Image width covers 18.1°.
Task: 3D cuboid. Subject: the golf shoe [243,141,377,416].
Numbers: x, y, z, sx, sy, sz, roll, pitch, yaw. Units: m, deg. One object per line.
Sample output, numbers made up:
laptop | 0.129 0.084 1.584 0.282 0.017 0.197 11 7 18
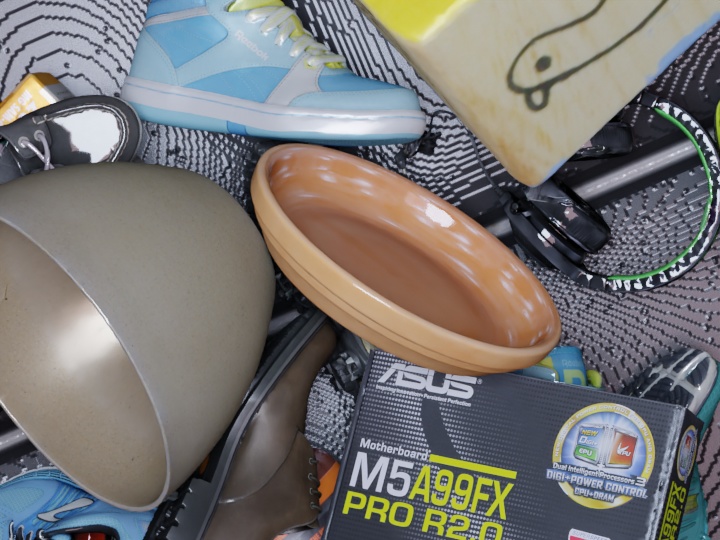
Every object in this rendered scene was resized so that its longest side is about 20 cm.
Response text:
golf shoe | 0.000 0.000 1.400 0.094 0.078 0.200 -30 94 -18

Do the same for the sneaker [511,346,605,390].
sneaker | 0.126 0.121 1.339 0.200 0.079 0.131 33 105 40

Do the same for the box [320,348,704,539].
box | 0.080 0.140 1.284 0.200 0.044 0.161 10 80 27

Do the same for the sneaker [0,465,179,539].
sneaker | -0.182 0.165 1.367 0.200 0.090 0.079 -3 96 38

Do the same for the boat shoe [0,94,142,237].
boat shoe | -0.221 -0.044 1.322 0.200 0.057 0.067 -24 93 4

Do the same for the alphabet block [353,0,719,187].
alphabet block | 0.078 -0.203 1.275 0.195 0.200 0.196 -44 59 3

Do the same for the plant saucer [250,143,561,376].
plant saucer | 0.022 -0.001 1.292 0.200 0.200 0.037 30 111 -2

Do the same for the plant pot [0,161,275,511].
plant pot | -0.127 0.017 1.277 0.134 0.200 0.200 -36 95 -30

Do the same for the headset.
headset | 0.123 -0.058 1.374 0.200 0.094 0.124 16 95 15

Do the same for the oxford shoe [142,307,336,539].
oxford shoe | -0.055 0.114 1.320 0.084 0.073 0.200 31 67 -11

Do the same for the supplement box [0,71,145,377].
supplement box | -0.168 -0.010 1.389 0.200 0.074 0.126 43 94 -4

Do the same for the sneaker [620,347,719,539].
sneaker | 0.184 0.143 1.414 0.080 0.078 0.200 18 100 -21

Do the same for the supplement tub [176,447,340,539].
supplement tub | -0.026 0.184 1.388 0.107 0.107 0.200 -40 92 3

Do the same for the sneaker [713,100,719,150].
sneaker | 0.278 -0.021 1.387 0.083 0.074 0.200 -15 94 5

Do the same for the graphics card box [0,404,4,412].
graphics card box | -0.308 0.113 1.375 0.200 0.125 0.051 -30 93 3

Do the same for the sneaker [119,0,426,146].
sneaker | -0.050 -0.144 1.353 0.200 0.080 0.131 9 92 21
